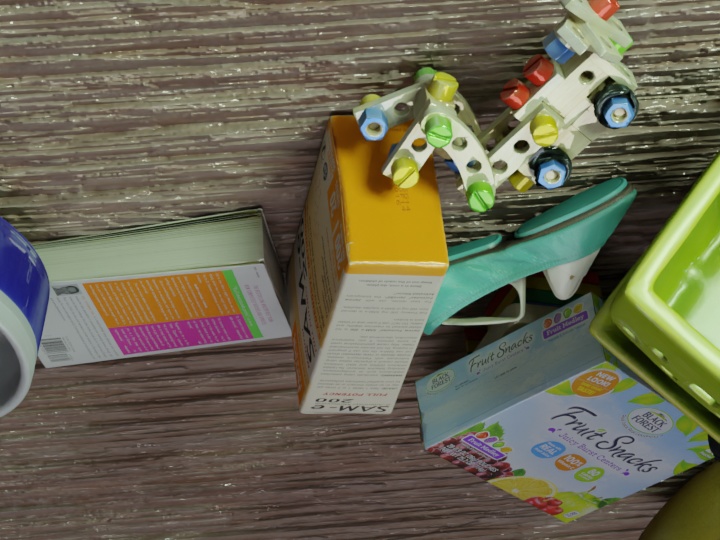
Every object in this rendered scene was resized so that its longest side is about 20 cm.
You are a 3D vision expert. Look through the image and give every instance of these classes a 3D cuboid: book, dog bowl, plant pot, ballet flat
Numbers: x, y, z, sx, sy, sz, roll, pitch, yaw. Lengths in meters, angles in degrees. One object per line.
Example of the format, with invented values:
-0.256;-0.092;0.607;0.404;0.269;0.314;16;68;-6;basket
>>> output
-0.158;0.021;1.436;0.199;0.048;0.134;-7;148;5;book
-0.323;0.026;1.347;0.199;0.079;0.200;5;143;4;dog bowl
0.284;0.021;1.305;0.199;0.200;0.182;39;165;2;plant pot
0.121;-0.003;1.408;0.199;0.067;0.071;-22;100;18;ballet flat
0.371;0.240;1.755;0.199;0.200;0.142;9;119;-22;plant pot

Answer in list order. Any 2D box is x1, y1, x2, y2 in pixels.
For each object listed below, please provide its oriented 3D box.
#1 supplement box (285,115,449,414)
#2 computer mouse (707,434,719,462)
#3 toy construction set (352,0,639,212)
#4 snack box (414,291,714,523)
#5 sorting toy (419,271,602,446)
0.000;0.000;1.354;0.073;0.126;0.200;1;146;-12;supplement box
0.312;0.144;1.484;0.046;0.141;0.200;13;-168;38;computer mouse
0.104;-0.115;1.238;0.131;0.092;0.200;36;130;-25;toy construction set
0.168;0.111;1.476;0.168;0.068;0.200;-28;143;27;snack box
0.170;0.074;1.547;0.199;0.070;0.199;6;145;-19;sorting toy
